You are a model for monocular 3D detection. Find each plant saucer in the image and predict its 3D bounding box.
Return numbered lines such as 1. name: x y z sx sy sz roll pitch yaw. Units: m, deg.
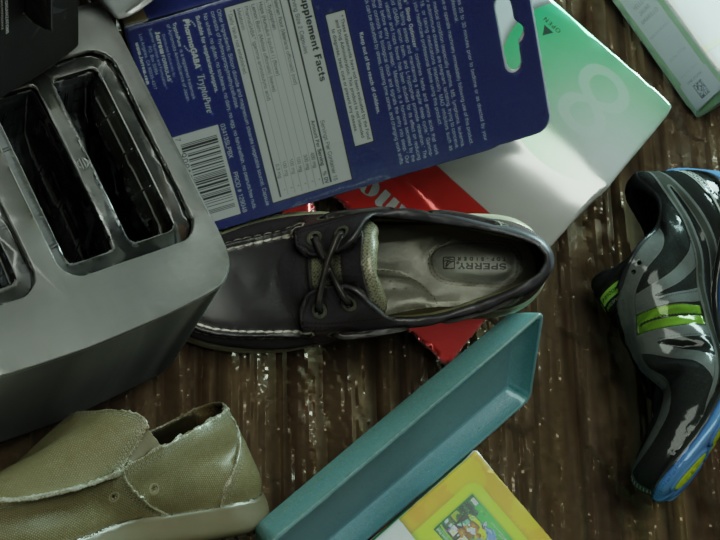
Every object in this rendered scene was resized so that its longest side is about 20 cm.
1. plant saucer: 0.019 0.092 1.049 0.019 0.070 0.200 36 55 26

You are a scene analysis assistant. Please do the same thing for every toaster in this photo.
1. toaster: -0.177 -0.011 0.981 0.180 0.119 0.200 -20 76 -28

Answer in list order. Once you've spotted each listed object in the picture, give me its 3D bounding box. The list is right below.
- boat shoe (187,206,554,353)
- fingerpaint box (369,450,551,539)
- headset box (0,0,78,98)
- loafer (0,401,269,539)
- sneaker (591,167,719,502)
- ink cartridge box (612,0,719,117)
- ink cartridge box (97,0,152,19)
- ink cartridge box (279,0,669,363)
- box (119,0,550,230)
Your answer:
1. boat shoe: 0.000 0.000 1.060 0.199 0.065 0.072 -3 82 -8
2. fingerpaint box: 0.052 0.217 0.998 0.167 0.073 0.200 -39 85 -32
3. headset box: -0.201 -0.171 0.916 0.200 0.149 0.075 34 52 21
4. loafer: -0.130 0.097 0.959 0.200 0.076 0.068 -3 85 -45
5. sneaker: 0.161 0.033 1.139 0.082 0.071 0.200 10 61 -3
6. ink cartridge box: 0.199 -0.207 1.271 0.145 0.048 0.200 -32 84 -30
7. ink cartridge box: -0.171 -0.219 1.020 0.050 0.161 0.200 -40 111 -2
8. ink cartridge box: 0.050 -0.074 1.138 0.161 0.050 0.200 42 56 0
9. box: -0.010 -0.099 1.059 0.199 0.121 0.032 -16 29 -6
